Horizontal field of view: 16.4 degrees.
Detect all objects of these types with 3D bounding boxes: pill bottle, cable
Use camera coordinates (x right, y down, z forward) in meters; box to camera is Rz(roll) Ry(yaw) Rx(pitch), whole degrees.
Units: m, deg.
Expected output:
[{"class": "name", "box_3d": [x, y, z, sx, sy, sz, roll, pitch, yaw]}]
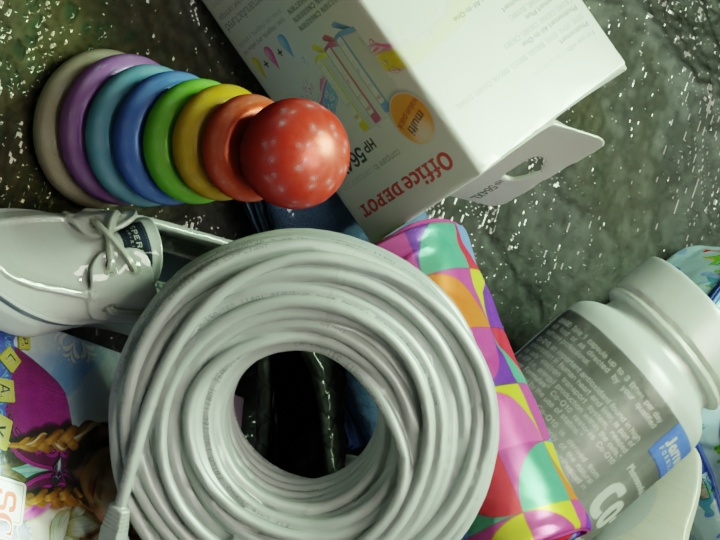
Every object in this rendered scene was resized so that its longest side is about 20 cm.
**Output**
[{"class": "pill bottle", "box_3d": [0.129, 0.090, 1.481, 0.200, 0.114, 0.114, -40, 122, -7]}, {"class": "cable", "box_3d": [-0.029, 0.078, 1.281, 0.199, 0.069, 0.201, 7, 102, 2]}]

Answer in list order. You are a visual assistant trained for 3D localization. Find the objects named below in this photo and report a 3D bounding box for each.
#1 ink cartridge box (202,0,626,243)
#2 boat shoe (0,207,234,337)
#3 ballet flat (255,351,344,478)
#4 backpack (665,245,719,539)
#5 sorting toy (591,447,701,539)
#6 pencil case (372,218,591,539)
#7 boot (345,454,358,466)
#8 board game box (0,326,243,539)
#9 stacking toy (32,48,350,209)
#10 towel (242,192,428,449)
[{"class": "ink cartridge box", "box_3d": [0.034, -0.122, 1.364, 0.125, 0.129, 0.200, -36, 92, -32]}, {"class": "boat shoe", "box_3d": [-0.132, -0.006, 1.312, 0.200, 0.065, 0.074, 5, 58, -49]}, {"class": "ballet flat", "box_3d": [-0.037, 0.119, 1.365, 0.057, 0.066, 0.201, 18, 64, -58]}, {"class": "backpack", "box_3d": [0.257, 0.086, 1.618, 0.183, 0.147, 0.200, -41, 115, -33]}, {"class": "sorting toy", "box_3d": [0.143, 0.189, 1.534, 0.107, 0.200, 0.180, 31, 71, -16]}, {"class": "pencil case", "box_3d": [0.054, 0.073, 1.358, 0.088, 0.088, 0.200, -11, 73, -39]}, {"class": "boot", "box_3d": [0.013, 0.208, 1.402, 0.073, 0.095, 0.201, -7, 100, -36]}, {"class": "board game box", "box_3d": [-0.153, 0.136, 1.306, 0.199, 0.041, 0.201, 22, 62, -40]}, {"class": "stacking toy", "box_3d": [-0.082, -0.067, 1.274, 0.085, 0.200, 0.086, -6, 100, -39]}, {"class": "towel", "box_3d": [0.000, 0.000, 1.453, 0.112, 0.048, 0.200, -36, 117, -32]}]
